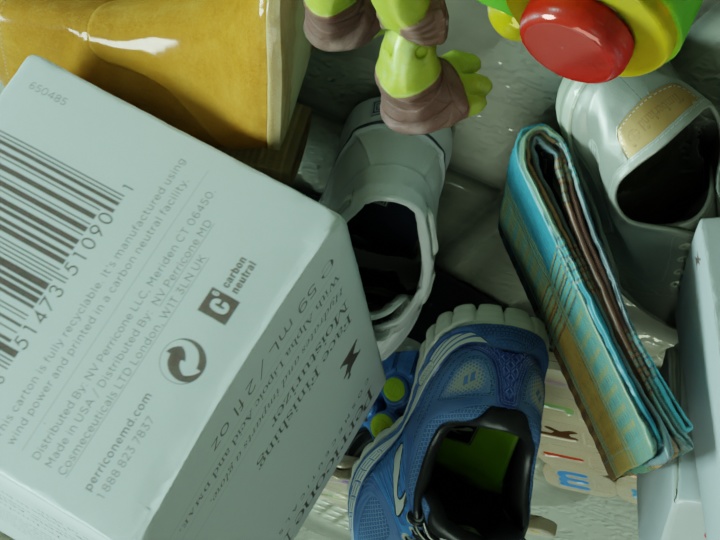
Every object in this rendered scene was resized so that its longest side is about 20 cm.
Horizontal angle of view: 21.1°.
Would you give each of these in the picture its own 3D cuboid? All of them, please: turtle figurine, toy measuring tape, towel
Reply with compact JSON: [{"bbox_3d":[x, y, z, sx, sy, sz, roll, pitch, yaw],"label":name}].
[{"bbox_3d":[0.009,-0.114,0.653,0.199,0.064,0.162,33,158,25],"label":"turtle figurine"},{"bbox_3d":[0.104,-0.109,0.655,0.073,0.074,0.200,26,161,-19],"label":"toy measuring tape"},{"bbox_3d":[0.099,0.021,0.856,0.022,0.148,0.200,-23,171,-1],"label":"towel"}]

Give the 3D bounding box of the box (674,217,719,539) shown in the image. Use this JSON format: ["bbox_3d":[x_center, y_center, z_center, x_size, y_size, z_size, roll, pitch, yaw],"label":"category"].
[{"bbox_3d":[0.237,0.047,0.779,0.198,0.125,0.098,-4,156,1],"label":"box"}]

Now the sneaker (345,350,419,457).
[{"bbox_3d":[0.035,0.092,1.161,0.082,0.071,0.199,27,168,-26],"label":"sneaker"}]

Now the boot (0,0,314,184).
[{"bbox_3d":[-0.092,-0.096,0.833,0.143,0.071,0.201,16,161,2],"label":"boot"}]

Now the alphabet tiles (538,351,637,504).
[{"bbox_3d":[0.152,0.100,1.175,0.194,0.015,0.200,10,156,17],"label":"alphabet tiles"}]

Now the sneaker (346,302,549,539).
[{"bbox_3d":[0.039,0.112,0.943,0.078,0.090,0.201,10,132,-7],"label":"sneaker"}]

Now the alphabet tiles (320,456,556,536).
[{"bbox_3d":[0.005,0.128,1.105,0.194,0.015,0.200,5,165,36],"label":"alphabet tiles"}]

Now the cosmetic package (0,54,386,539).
[{"bbox_3d":[-0.103,0.046,0.860,0.164,0.165,0.200,27,163,17],"label":"cosmetic package"}]

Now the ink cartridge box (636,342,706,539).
[{"bbox_3d":[0.231,0.109,0.889,0.198,0.084,0.146,4,149,4],"label":"ink cartridge box"}]

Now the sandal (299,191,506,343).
[{"bbox_3d":[0.001,0.010,1.042,0.199,0.043,0.076,26,156,-21],"label":"sandal"}]

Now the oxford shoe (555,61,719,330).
[{"bbox_3d":[0.139,-0.022,0.825,0.058,0.075,0.200,46,176,39],"label":"oxford shoe"}]

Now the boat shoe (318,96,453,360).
[{"bbox_3d":[0.000,0.000,0.943,0.073,0.066,0.201,9,145,2],"label":"boat shoe"}]

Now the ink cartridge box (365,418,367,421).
[{"bbox_3d":[-0.097,0.063,1.100,0.198,0.050,0.161,13,-167,-3],"label":"ink cartridge box"}]
